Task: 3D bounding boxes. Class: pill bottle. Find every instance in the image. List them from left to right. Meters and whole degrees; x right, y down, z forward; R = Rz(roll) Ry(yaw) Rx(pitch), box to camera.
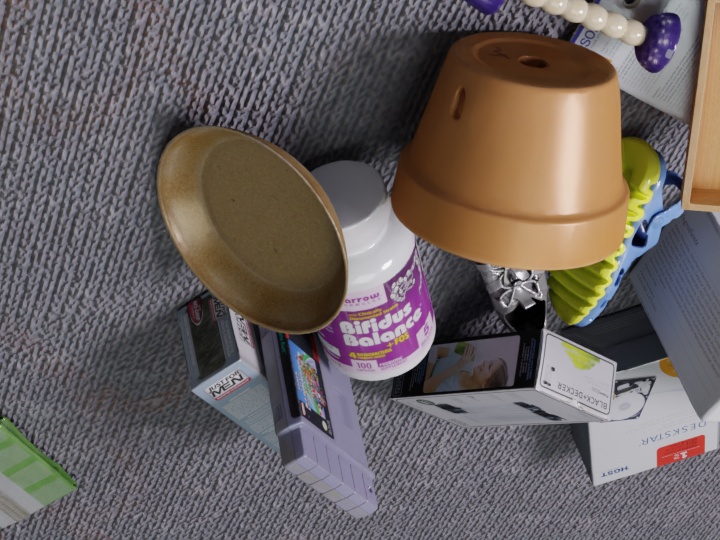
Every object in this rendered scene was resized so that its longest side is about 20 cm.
[{"bbox_3d":[0.000,0.000,1.251,0.112,0.113,0.201,-18,138,-1],"label":"pill bottle"}]

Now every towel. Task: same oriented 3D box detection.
[{"bbox_3d":[-0.407,0.224,1.406,0.199,0.031,0.149,-27,140,5],"label":"towel"}]

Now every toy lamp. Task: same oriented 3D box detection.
[{"bbox_3d":[0.158,-0.212,1.110,0.199,0.058,0.058,16,129,-15],"label":"toy lamp"}]

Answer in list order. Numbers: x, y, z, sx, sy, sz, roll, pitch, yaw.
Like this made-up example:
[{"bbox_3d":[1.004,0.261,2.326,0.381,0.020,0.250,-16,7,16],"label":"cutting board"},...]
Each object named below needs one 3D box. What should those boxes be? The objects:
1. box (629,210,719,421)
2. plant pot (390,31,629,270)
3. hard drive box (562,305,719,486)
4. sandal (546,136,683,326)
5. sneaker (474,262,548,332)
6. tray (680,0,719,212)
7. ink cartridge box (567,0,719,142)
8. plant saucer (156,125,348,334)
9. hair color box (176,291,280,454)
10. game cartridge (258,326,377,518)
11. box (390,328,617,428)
[{"bbox_3d":[0.407,0.043,1.376,0.198,0.201,0.131,9,132,-27],"label":"box"},{"bbox_3d":[0.131,-0.107,1.143,0.199,0.200,0.141,-2,120,-18],"label":"plant pot"},{"bbox_3d":[0.310,0.131,1.526,0.155,0.077,0.201,-17,138,-1],"label":"hard drive box"},{"bbox_3d":[0.249,-0.029,1.328,0.087,0.080,0.201,5,125,-35],"label":"sandal"},{"bbox_3d":[0.149,-0.004,1.322,0.074,0.082,0.200,-24,138,5],"label":"sneaker"},{"bbox_3d":[0.328,-0.141,1.164,0.098,0.037,0.201,5,125,9],"label":"tray"},{"bbox_3d":[0.299,-0.217,1.164,0.199,0.041,0.200,26,126,-7],"label":"ink cartridge box"},{"bbox_3d":[-0.083,-0.039,1.165,0.035,0.199,0.201,-43,154,-40],"label":"plant saucer"},{"bbox_3d":[-0.088,0.107,1.340,0.060,0.099,0.200,-31,136,15],"label":"hair color box"},{"bbox_3d":[-0.041,0.117,1.292,0.038,0.201,0.130,-26,138,14],"label":"game cartridge"},{"bbox_3d":[0.140,0.110,1.378,0.116,0.061,0.199,24,158,-36],"label":"box"}]
